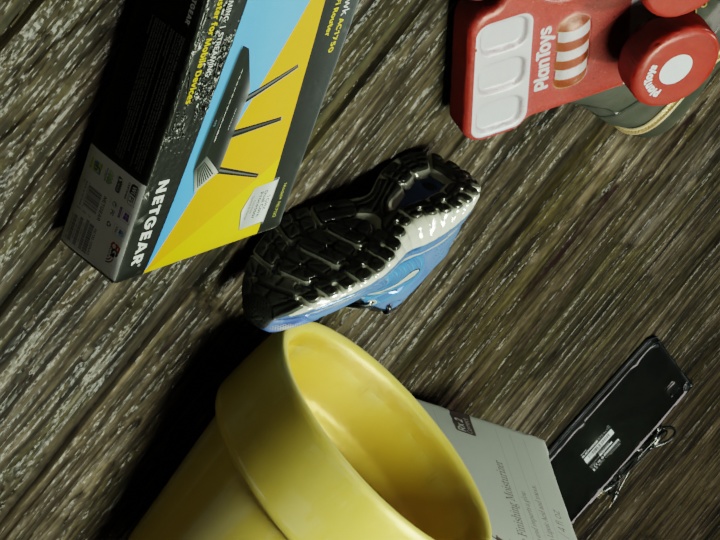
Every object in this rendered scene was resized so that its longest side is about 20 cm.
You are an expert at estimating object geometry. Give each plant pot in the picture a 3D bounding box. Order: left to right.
[{"bbox_3d":[-0.047,0.166,1.891,0.189,0.201,0.201,-42,157,17],"label":"plant pot"}]

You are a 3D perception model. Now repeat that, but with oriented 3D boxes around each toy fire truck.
[{"bbox_3d":[0.136,-0.178,1.841,0.167,0.112,0.200,-21,144,-17],"label":"toy fire truck"}]

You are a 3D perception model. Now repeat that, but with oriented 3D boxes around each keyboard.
[{"bbox_3d":[0.197,0.149,2.441,0.200,0.040,0.104,-46,131,-8],"label":"keyboard"}]

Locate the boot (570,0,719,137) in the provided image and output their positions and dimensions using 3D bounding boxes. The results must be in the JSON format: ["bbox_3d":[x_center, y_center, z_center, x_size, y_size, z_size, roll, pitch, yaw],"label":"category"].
[{"bbox_3d":[0.214,-0.183,1.987,0.138,0.077,0.200,9,115,-56],"label":"boot"}]

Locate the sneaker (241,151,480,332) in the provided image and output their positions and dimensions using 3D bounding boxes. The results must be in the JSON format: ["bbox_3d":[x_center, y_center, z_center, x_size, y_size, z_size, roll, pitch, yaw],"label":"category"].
[{"bbox_3d":[0.000,0.000,1.863,0.200,0.078,0.089,-28,143,-41],"label":"sneaker"}]

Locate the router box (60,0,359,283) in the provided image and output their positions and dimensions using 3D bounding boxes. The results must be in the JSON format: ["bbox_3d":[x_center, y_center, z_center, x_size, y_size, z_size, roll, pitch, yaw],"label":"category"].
[{"bbox_3d":[-0.079,-0.102,1.630,0.149,0.051,0.201,-22,141,-48],"label":"router box"}]

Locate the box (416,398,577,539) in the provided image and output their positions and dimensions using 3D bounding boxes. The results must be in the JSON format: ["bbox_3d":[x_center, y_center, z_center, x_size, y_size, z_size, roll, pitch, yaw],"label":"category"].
[{"bbox_3d":[0.055,0.233,2.076,0.130,0.199,0.200,18,115,-18],"label":"box"}]
